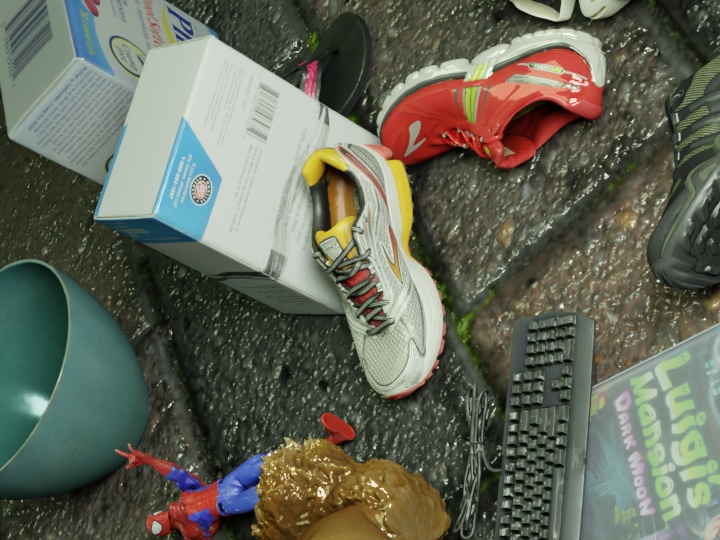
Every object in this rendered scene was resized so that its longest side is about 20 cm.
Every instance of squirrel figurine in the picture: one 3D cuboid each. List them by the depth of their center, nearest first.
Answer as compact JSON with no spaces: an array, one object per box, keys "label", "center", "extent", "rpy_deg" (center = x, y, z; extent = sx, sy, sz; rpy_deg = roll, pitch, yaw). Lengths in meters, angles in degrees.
[{"label":"squirrel figurine","center":[-0.035,0.216,1.133],"extent":[0.187,0.141,0.200],"rpy_deg":[-24,38,48]}]

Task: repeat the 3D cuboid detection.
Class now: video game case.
[{"label":"video game case","center":[0.194,0.140,1.000],"extent":[0.182,0.023,0.200],"rpy_deg":[-31,48,30]}]

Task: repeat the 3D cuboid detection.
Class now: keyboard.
[{"label":"keyboard","center":[0.101,0.127,1.080],"extent":[0.127,0.021,0.200],"rpy_deg":[-19,59,53]}]

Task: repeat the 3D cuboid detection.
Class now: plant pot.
[{"label":"plant pot","center":[-0.258,0.109,1.398],"extent":[0.200,0.135,0.200],"rpy_deg":[-25,51,35]}]

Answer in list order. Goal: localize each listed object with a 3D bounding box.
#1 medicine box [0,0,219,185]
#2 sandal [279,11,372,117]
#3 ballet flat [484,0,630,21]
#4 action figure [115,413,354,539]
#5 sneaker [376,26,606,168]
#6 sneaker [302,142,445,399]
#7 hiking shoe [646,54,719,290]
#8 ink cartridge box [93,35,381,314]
[{"label":"medicine box","center":[-0.211,-0.166,1.459],"extent":[0.103,0.200,0.182],"rpy_deg":[-42,44,23]},{"label":"sandal","center":[-0.056,-0.131,1.398],"extent":[0.200,0.045,0.075],"rpy_deg":[-57,40,5]},{"label":"ballet flat","center":[0.164,-0.214,1.219],"extent":[0.200,0.067,0.064],"rpy_deg":[15,110,50]},{"label":"action figure","center":[-0.108,0.158,1.250],"extent":[0.200,0.099,0.065],"rpy_deg":[-29,48,35]},{"label":"sneaker","center":[0.091,-0.111,1.217],"extent":[0.200,0.077,0.085],"rpy_deg":[-22,60,38]},{"label":"sneaker","center":[0.000,0.000,1.218],"extent":[0.078,0.082,0.200],"rpy_deg":[-28,69,34]},{"label":"hiking shoe","center":[0.232,-0.077,1.061],"extent":[0.200,0.076,0.101],"rpy_deg":[-57,31,-10]},{"label":"ink cartridge box","center":[-0.084,-0.067,1.272],"extent":[0.084,0.200,0.145],"rpy_deg":[-2,66,47]}]
